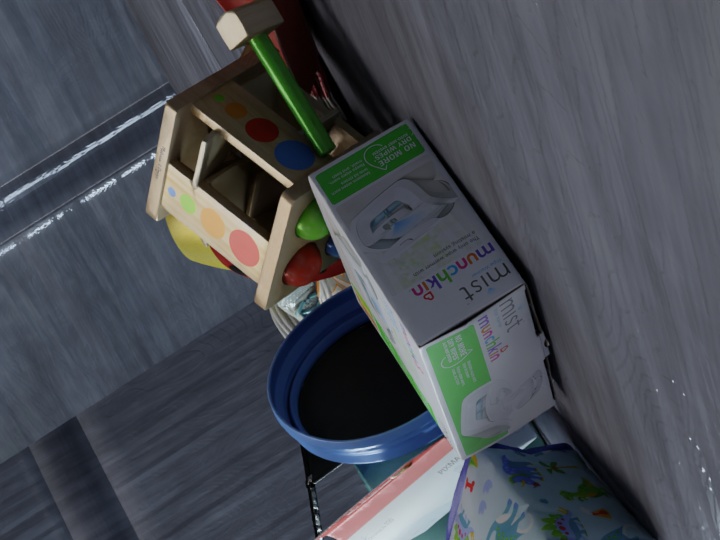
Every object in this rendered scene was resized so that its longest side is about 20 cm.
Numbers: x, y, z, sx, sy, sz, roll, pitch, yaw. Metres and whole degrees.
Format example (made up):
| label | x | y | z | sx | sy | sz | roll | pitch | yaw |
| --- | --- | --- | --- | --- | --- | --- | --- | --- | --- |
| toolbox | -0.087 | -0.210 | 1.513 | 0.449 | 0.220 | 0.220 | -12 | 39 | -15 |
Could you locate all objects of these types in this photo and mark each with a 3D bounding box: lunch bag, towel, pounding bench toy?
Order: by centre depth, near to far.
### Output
| label | x | y | z | sx | sy | sz | roll | pitch | yaw |
| --- | --- | --- | --- | --- | --- | --- | --- | --- | --- |
| pounding bench toy | -0.062 | -0.097 | 1.449 | 0.156 | 0.124 | 0.201 | 38 | 138 | 20 |
| lunch bag | 0.138 | 0.264 | 1.483 | 0.170 | 0.126 | 0.202 | -127 | 44 | -59 |
| towel | -0.031 | -0.148 | 1.691 | 0.201 | 0.023 | 0.144 | 61 | 176 | -15 |

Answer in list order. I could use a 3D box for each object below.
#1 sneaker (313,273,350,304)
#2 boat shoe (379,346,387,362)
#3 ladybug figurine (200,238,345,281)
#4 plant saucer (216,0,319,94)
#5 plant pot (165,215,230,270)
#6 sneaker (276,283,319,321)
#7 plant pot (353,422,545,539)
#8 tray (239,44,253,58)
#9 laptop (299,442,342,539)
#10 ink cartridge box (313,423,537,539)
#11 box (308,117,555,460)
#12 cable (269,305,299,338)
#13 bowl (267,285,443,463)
| label | x | y | z | sx | sy | sz | roll | pitch | yaw |
| --- | --- | --- | --- | --- | --- | --- | --- | --- | --- |
| sneaker | 0.000 | 0.000 | 1.782 | 0.200 | 0.091 | 0.076 | 51 | -139 | -45 |
| boat shoe | 0.034 | 0.109 | 1.604 | 0.068 | 0.198 | 0.074 | 48 | -146 | -45 |
| ladybug figurine | -0.059 | -0.045 | 1.614 | 0.137 | 0.198 | 0.072 | 63 | -151 | -21 |
| plant saucer | -0.103 | -0.266 | 1.537 | 0.200 | 0.037 | 0.200 | 53 | 170 | 43 |
| plant pot | -0.137 | -0.079 | 2.025 | 0.200 | 0.141 | 0.202 | -18 | -90 | -74 |
| sneaker | -0.028 | 0.038 | 1.866 | 0.087 | 0.077 | 0.200 | 60 | -165 | 26 |
| plant pot | 0.088 | 0.193 | 1.776 | 0.202 | 0.160 | 0.201 | 58 | 174 | 9 |
| tray | -0.087 | -0.149 | 1.729 | 0.099 | 0.037 | 0.200 | 60 | -164 | -19 |
| laptop | -0.010 | 0.154 | 1.764 | 0.178 | 0.102 | 0.201 | -101 | 3 | -48 |
| ink cartridge box | 0.049 | 0.195 | 1.572 | 0.047 | 0.160 | 0.200 | 52 | -150 | 10 |
| box | 0.060 | 0.017 | 1.387 | 0.177 | 0.096 | 0.200 | 58 | 174 | 31 |
| cable | -0.010 | 0.068 | 2.052 | 0.199 | 0.069 | 0.200 | 32 | -162 | -11 |
| bowl | 0.019 | 0.082 | 1.547 | 0.201 | 0.200 | 0.040 | 51 | 170 | 53 |
